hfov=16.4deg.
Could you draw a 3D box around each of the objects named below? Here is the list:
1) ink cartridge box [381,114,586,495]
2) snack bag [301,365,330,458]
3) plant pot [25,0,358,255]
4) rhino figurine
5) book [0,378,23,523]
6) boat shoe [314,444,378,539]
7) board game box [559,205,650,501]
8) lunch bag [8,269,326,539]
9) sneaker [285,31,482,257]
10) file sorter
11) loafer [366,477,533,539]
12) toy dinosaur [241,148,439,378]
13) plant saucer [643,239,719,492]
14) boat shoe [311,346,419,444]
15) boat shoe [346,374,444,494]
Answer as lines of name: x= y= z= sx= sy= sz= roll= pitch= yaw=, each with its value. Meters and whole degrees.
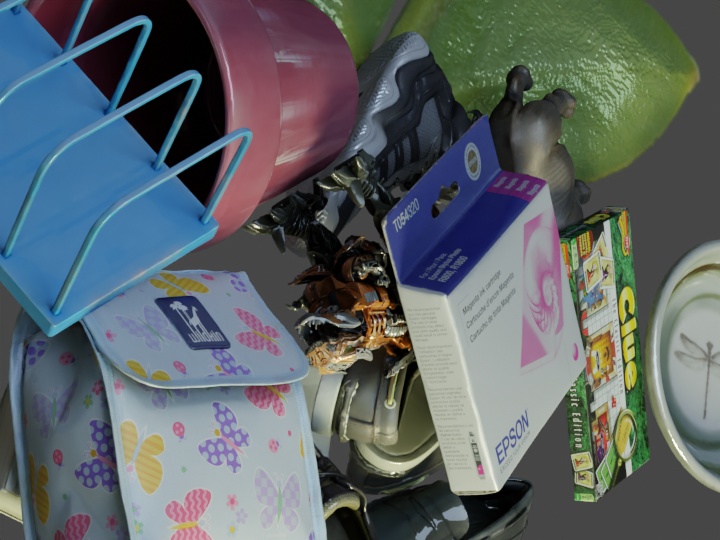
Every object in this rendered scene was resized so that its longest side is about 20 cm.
ink cartridge box: x=0.089 y=0.019 z=1.698 sx=0.196 sy=0.043 sz=0.200 roll=-47 pitch=129 yaw=-55
snack bag: x=-0.101 y=0.137 z=1.698 sx=0.188 sy=0.021 sz=0.201 roll=16 pitch=73 yaw=-34
plant pot: x=-0.103 y=-0.114 z=1.649 sx=0.179 sy=0.200 sz=0.201 roll=-11 pitch=88 yaw=-52
rhino figurine: x=0.137 y=-0.047 z=1.872 sx=0.087 sy=0.060 sz=0.200 roll=-57 pitch=138 yaw=-58
book: x=-0.143 y=0.124 z=1.627 sx=0.200 sy=0.048 sz=0.134 roll=32 pitch=63 yaw=-31
boat shoe: x=-0.026 y=0.158 z=1.641 sx=0.073 sy=0.065 sz=0.200 roll=-25 pitch=84 yaw=-40
board game box: x=0.180 y=0.061 z=1.868 sx=0.105 sy=0.023 sz=0.201 roll=-30 pitch=117 yaw=-59
lunch bag: x=-0.120 y=0.095 z=1.545 sx=0.169 sy=0.127 sz=0.201 roll=4 pitch=73 yaw=-46
sneaker: x=0.026 y=-0.069 z=1.794 sx=0.114 sy=0.075 sz=0.200 roll=41 pitch=58 yaw=-21
file sorter: x=-0.181 y=-0.095 z=1.479 sx=0.139 sy=0.123 sz=0.200 roll=-33 pitch=75 yaw=-37
loafer: x=0.043 y=0.177 z=1.750 sx=0.200 sy=0.070 sz=0.068 roll=-4 pitch=43 yaw=-45
toy dinosaur: x=0.000 y=0.000 z=1.665 sx=0.136 sy=0.102 sz=0.200 roll=56 pitch=13 yaw=-5
plant saucer: x=0.278 y=0.077 z=1.965 sx=0.200 sy=0.050 sz=0.201 roll=9 pitch=77 yaw=-41
boat shoe: x=0.027 y=0.047 z=1.736 sx=0.060 sy=0.072 sz=0.202 roll=17 pitch=42 yaw=11
boat shoe: x=0.065 y=0.096 z=1.805 sx=0.202 sy=0.060 sz=0.072 roll=-31 pitch=68 yaw=-37
